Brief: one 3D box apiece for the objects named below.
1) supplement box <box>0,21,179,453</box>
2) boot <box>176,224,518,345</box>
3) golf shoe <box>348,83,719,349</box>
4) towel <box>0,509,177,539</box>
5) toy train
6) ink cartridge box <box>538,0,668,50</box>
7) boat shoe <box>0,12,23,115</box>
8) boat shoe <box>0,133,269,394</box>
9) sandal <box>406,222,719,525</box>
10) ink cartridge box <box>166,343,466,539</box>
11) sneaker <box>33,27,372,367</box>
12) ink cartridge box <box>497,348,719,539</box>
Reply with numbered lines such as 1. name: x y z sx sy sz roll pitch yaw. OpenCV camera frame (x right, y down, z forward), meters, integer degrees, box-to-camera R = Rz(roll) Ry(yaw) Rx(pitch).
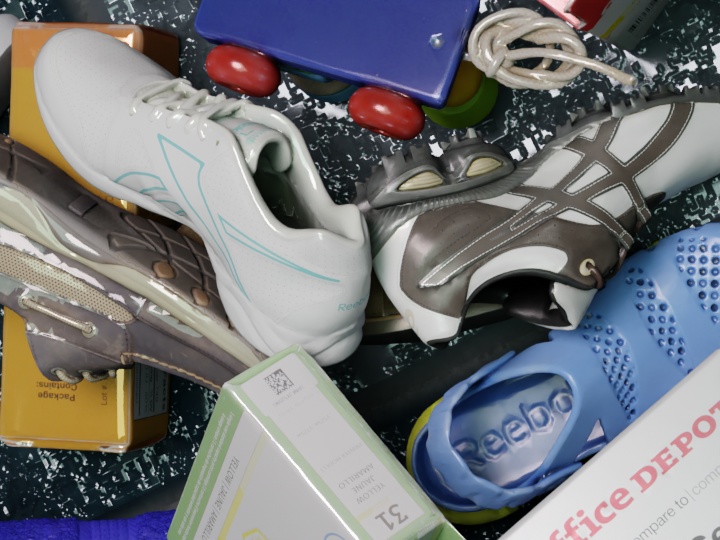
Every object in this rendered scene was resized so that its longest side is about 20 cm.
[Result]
1. supplement box: -0.128 -0.016 1.181 0.066 0.069 0.200 3 90 14
2. boot: 0.000 0.000 1.152 0.200 0.074 0.076 -7 81 16
3. golf shoe: 0.096 -0.021 1.094 0.200 0.078 0.095 -16 75 -15
4. towel: -0.097 0.182 1.142 0.200 0.050 0.148 -3 78 -9
5. toy train: 0.037 -0.090 1.103 0.200 0.116 0.085 18 85 19
6. ink cartridge box: 0.110 -0.162 1.052 0.067 0.200 0.116 37 98 10
7. boat shoe: -0.238 -0.057 1.207 0.066 0.072 0.200 43 108 5
8. boat shoe: -0.119 0.011 1.118 0.200 0.074 0.073 33 107 6
9. sandal: 0.103 0.051 1.118 0.200 0.087 0.080 -39 81 9
10. ink cartridge box: 0.005 0.146 1.062 0.048 0.146 0.200 -30 69 -30
11. sneaker: -0.063 -0.050 1.081 0.200 0.070 0.080 42 141 20
12. ink cartridge box: 0.165 0.155 1.045 0.145 0.088 0.200 -39 74 -5
